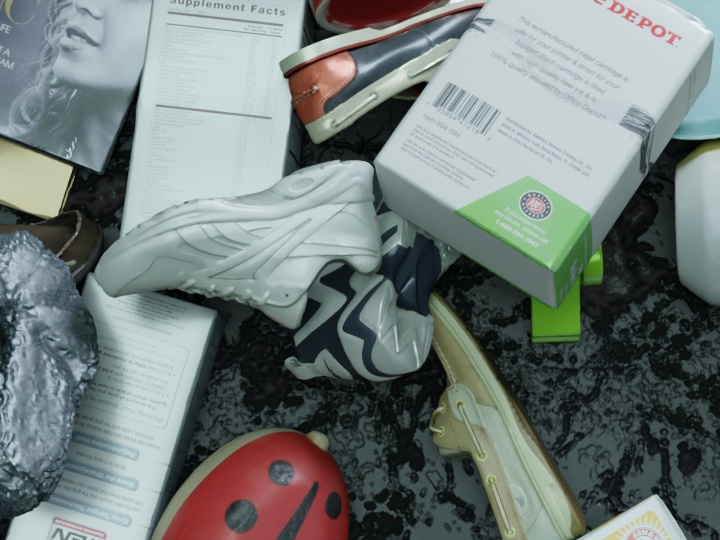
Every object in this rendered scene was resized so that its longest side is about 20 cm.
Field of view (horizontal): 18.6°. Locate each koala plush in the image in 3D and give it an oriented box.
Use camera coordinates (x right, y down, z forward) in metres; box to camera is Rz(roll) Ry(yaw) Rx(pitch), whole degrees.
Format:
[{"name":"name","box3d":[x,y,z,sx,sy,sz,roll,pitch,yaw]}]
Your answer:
[{"name":"koala plush","box3d":[-0.288,0.082,1.505,0.177,0.200,0.185,37,48,-14]}]

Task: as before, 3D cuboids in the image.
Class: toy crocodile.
[{"name":"toy crocodile","box3d":[0.134,-0.046,1.563,0.067,0.062,0.202,-6,103,3]}]

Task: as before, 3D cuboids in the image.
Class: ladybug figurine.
[{"name":"ladybug figurine","box3d":[-0.074,0.200,1.525,0.135,0.072,0.201,30,79,-18]}]

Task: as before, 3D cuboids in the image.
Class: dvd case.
[{"name":"dvd case","box3d":[-0.219,-0.188,1.605,0.148,0.016,0.201,20,81,5]}]

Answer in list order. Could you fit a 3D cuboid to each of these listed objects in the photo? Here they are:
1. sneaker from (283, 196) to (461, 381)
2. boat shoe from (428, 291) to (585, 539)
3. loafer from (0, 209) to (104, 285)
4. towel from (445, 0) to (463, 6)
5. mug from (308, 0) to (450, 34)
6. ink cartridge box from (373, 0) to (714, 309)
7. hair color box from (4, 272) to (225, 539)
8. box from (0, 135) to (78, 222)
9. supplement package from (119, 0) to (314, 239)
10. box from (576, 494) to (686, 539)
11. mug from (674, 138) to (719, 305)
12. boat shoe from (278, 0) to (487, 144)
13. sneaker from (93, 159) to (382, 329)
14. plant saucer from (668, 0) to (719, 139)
[{"name":"sneaker","box3d":[0.000,0.000,1.561,0.129,0.079,0.200,-15,48,36]},{"name":"boat shoe","box3d":[0.083,0.111,1.544,0.066,0.074,0.201,-31,75,5]},{"name":"loafer","box3d":[-0.280,-0.001,1.564,0.198,0.073,0.071,-20,120,0]},{"name":"towel","box3d":[0.146,-0.206,1.605,0.190,0.032,0.201,-23,83,-1]},{"name":"mug","box3d":[0.015,-0.287,1.548,0.176,0.133,0.202,-18,72,16]},{"name":"ink cartridge box","box3d":[0.125,-0.101,1.472,0.145,0.084,0.201,32,76,17]},{"name":"hair color box","box3d":[-0.172,0.114,1.562,0.098,0.061,0.202,16,83,5]},{"name":"box","box3d":[-0.289,-0.142,1.620,0.198,0.021,0.165,18,84,5]},{"name":"supplement package","box3d":[-0.099,-0.091,1.560,0.113,0.110,0.202,7,83,3]},{"name":"box","box3d":[0.141,0.249,1.504,0.199,0.113,0.102,-31,81,-2]},{"name":"mug","box3d":[0.299,-0.043,1.542,0.152,0.187,0.151,-2,115,11]},{"name":"boat shoe","box3d":[0.036,-0.142,1.525,0.199,0.071,0.063,-20,84,-32]},{"name":"sneaker","box3d":[-0.076,-0.004,1.458,0.198,0.078,0.100,-17,87,-1]},{"name":"plant saucer","box3d":[0.236,-0.179,1.548,0.198,0.036,0.202,-3,70,8]}]
